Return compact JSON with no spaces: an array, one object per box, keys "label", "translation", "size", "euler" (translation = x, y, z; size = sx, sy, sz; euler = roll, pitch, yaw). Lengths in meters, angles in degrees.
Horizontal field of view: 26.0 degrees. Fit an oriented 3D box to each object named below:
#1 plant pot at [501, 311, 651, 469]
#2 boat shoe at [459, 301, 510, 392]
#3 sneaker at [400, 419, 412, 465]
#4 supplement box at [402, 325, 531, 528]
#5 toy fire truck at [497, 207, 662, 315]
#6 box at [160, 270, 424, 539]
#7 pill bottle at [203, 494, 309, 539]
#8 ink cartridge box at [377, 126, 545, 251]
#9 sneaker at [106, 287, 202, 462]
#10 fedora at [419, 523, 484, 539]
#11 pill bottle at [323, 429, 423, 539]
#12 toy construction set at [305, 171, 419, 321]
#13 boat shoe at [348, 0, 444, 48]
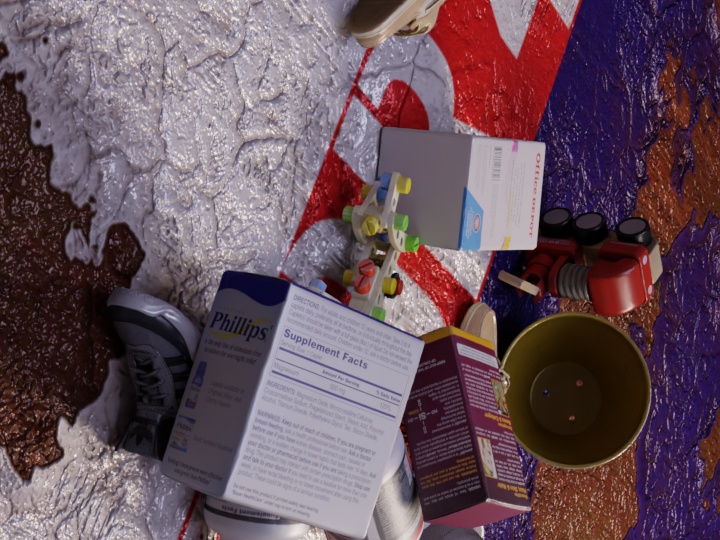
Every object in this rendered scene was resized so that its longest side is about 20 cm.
[{"label":"plant pot","translation":[0.277,0.165,2.070],"size":[0.142,0.198,0.202],"euler":[73,31,-79]},{"label":"boat shoe","translation":[0.160,0.141,1.975],"size":[0.072,0.064,0.203],"euler":[-9,105,-54]},{"label":"sneaker","translation":[0.060,0.210,1.841],"size":[0.079,0.075,0.201],"euler":[-51,134,-32]},{"label":"supplement box","translation":[0.110,0.176,1.733],"size":[0.110,0.085,0.202],"euler":[22,52,-56]},{"label":"toy fire truck","translation":[0.272,0.005,2.014],"size":[0.200,0.174,0.130],"euler":[-47,134,-38]},{"label":"box","translation":[-0.061,0.125,1.449],"size":[0.183,0.104,0.202],"euler":[25,80,-41]},{"label":"pill bottle","translation":[-0.099,0.209,1.570],"size":[0.110,0.110,0.203],"euler":[4,94,-56]},{"label":"ink cartridge box","translation":[0.123,-0.093,1.817],"size":[0.199,0.124,0.130],"euler":[-1,98,-56]},{"label":"sneaker","translation":[-0.190,0.111,1.443],"size":[0.115,0.075,0.201],"euler":[-63,145,-29]},{"label":"fedora","translation":[0.110,0.381,1.889],"size":[0.200,0.090,0.178],"euler":[-45,134,-19]},{"label":"pill bottle","translation":[-0.001,0.220,1.691],"size":[0.116,0.115,0.201],"euler":[-54,145,-34]},{"label":"toy construction set","translation":[0.000,0.000,1.686],"size":[0.201,0.091,0.132],"euler":[-53,152,-28]},{"label":"boat shoe","translation":[0.058,-0.293,1.724],"size":[0.200,0.073,0.070],"euler":[-50,129,-39]}]
